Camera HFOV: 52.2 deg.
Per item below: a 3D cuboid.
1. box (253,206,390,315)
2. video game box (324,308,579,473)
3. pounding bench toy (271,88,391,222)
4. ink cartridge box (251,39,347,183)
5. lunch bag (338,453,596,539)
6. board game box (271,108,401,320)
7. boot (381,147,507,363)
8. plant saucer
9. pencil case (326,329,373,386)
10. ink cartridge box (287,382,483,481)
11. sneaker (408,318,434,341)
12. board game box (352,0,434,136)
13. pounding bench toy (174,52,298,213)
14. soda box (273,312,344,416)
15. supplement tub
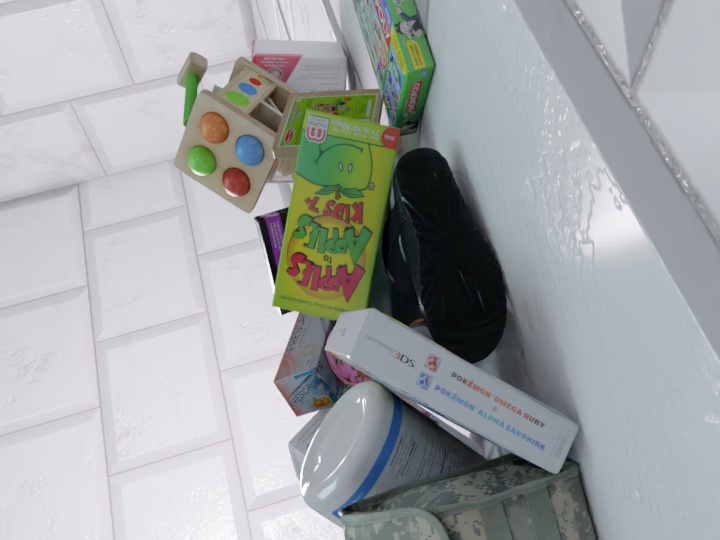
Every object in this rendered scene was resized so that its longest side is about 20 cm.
[{"bbox_3d":[-0.043,-0.035,1.064,0.036,0.196,0.147,-143,36,-62],"label":"box"},{"bbox_3d":[0.062,0.094,0.621,0.180,0.048,0.200,32,172,-4],"label":"video game box"},{"bbox_3d":[-0.032,-0.099,0.906,0.203,0.120,0.159,-81,-13,-47],"label":"pounding bench toy"},{"bbox_3d":[-0.097,-0.244,1.140,0.086,0.141,0.204,-104,16,-56],"label":"ink cartridge box"},{"bbox_3d":[0.088,0.250,0.586,0.118,0.195,0.169,143,112,-83],"label":"lunch bag"},{"bbox_3d":[-0.025,-0.055,0.768,0.048,0.099,0.206,-75,-4,-82],"label":"board game box"},{"bbox_3d":[0.074,0.005,0.711,0.169,0.074,0.205,92,161,-71],"label":"boot"},{"bbox_3d":[0.049,0.041,0.896,0.199,0.027,0.206,-6,-90,-71],"label":"plant saucer"},{"bbox_3d":[0.018,0.070,0.958,0.087,0.082,0.200,51,-154,-7],"label":"pencil case"},{"bbox_3d":[0.033,0.234,0.888,0.197,0.144,0.085,28,144,32],"label":"ink cartridge box"},{"bbox_3d":[0.072,0.087,0.810,0.200,0.076,0.079,61,-159,-68],"label":"sneaker"},{"bbox_3d":[0.025,-0.261,0.758,0.135,0.028,0.205,98,157,-74],"label":"board game box"},{"bbox_3d":[-0.193,-0.204,1.014,0.125,0.197,0.157,-57,3,37],"label":"pounding bench toy"},{"bbox_3d":[-0.051,0.095,0.972,0.064,0.067,0.202,59,-156,-26],"label":"soda box"},{"bbox_3d":[0.052,0.212,0.708,0.198,0.133,0.132,36,-177,-16],"label":"supplement tub"}]
